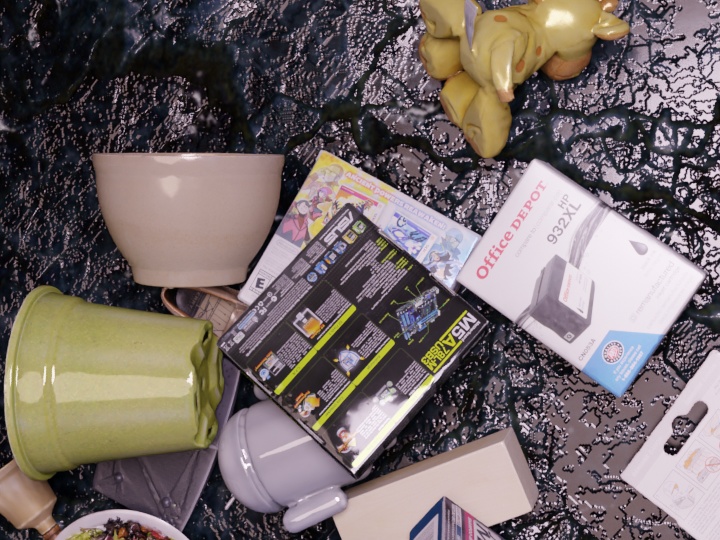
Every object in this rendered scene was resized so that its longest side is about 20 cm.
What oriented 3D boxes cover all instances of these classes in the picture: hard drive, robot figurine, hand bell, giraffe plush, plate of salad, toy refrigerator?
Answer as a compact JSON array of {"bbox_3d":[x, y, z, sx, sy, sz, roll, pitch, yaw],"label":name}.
[{"bbox_3d":[-0.211,0.174,1.329,0.134,0.042,0.202,22,96,17],"label":"hard drive"},{"bbox_3d":[-0.064,0.181,1.235,0.198,0.113,0.171,-22,60,14],"label":"robot figurine"},{"bbox_3d":[-0.349,0.305,1.366,0.104,0.104,0.201,-37,93,14],"label":"hand bell"},{"bbox_3d":[0.163,-0.229,1.164,0.161,0.200,0.174,-23,79,-13],"label":"giraffe plush"},{"bbox_3d":[-0.261,0.361,1.319,0.197,0.048,0.203,1,106,5],"label":"plate of salad"},{"bbox_3d":[0.077,0.236,1.226,0.198,0.070,0.077,-24,89,17],"label":"toy refrigerator"}]

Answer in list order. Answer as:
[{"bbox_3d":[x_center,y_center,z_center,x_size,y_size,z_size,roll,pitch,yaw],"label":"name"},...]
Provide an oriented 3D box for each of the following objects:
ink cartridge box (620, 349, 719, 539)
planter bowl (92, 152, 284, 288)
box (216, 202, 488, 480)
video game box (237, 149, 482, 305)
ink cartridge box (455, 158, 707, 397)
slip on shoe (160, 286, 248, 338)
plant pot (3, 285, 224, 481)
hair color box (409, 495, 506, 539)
[{"bbox_3d":[0.378,0.198,1.144,0.199,0.050,0.162,38,101,18],"label":"ink cartridge box"},{"bbox_3d":[-0.177,-0.054,1.243,0.198,0.200,0.137,2,97,17],"label":"planter bowl"},{"bbox_3d":[-0.007,0.066,1.172,0.193,0.048,0.200,40,79,13],"label":"box"},{"bbox_3d":[0.000,0.000,1.243,0.199,0.047,0.183,30,88,15],"label":"video game box"},{"bbox_3d":[0.216,0.006,1.171,0.199,0.084,0.146,36,101,14],"label":"ink cartridge box"},{"bbox_3d":[-0.128,0.061,1.293,0.199,0.061,0.077,32,99,15],"label":"slip on shoe"},{"bbox_3d":[-0.243,0.117,1.233,0.182,0.200,0.203,0,90,6],"label":"plant pot"},{"bbox_3d":[0.139,0.316,1.149,0.199,0.100,0.061,37,110,-10],"label":"hair color box"}]
